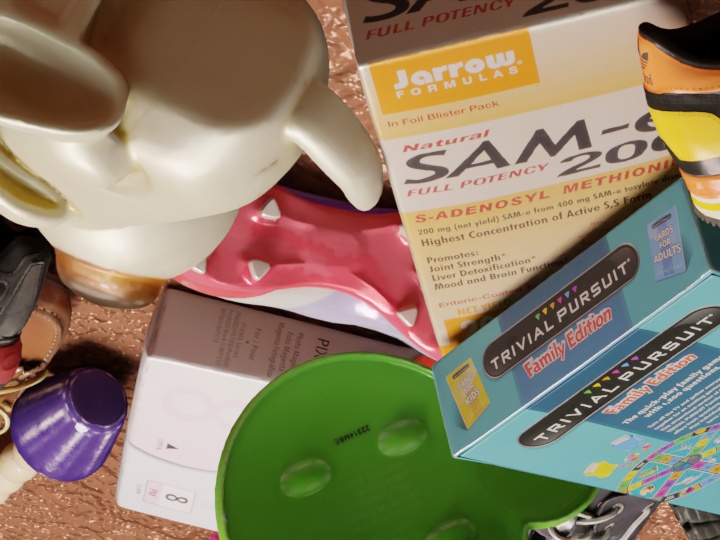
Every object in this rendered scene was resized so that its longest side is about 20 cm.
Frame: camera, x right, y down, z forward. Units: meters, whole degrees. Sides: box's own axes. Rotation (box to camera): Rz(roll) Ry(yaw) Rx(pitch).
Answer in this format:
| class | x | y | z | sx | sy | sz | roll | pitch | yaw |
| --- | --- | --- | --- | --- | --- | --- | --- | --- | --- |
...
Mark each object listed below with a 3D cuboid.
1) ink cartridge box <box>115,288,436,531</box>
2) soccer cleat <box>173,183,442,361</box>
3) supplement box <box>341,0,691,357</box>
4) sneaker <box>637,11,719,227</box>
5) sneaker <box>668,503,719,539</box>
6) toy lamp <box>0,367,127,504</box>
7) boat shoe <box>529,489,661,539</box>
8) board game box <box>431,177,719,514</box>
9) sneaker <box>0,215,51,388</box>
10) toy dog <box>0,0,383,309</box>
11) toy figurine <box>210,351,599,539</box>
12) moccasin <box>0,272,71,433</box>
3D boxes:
| class | x | y | z | sx | sy | sz | roll | pitch | yaw |
| --- | --- | --- | --- | --- | --- | --- | --- | --- | --- |
| ink cartridge box | -0.017 | 0.088 | 1.405 | 0.200 | 0.057 | 0.163 | 17 | 146 | 0 |
| soccer cleat | 0.000 | 0.000 | 1.267 | 0.200 | 0.067 | 0.076 | 14 | 178 | -14 |
| supplement box | 0.071 | -0.058 | 1.106 | 0.126 | 0.074 | 0.200 | -13 | 143 | 4 |
| sneaker | 0.193 | -0.096 | 0.998 | 0.200 | 0.070 | 0.090 | -29 | 113 | 3 |
| sneaker | 0.207 | 0.120 | 1.358 | 0.085 | 0.078 | 0.200 | -30 | 149 | 7 |
| toy lamp | -0.180 | 0.103 | 1.469 | 0.058 | 0.058 | 0.200 | 24 | 146 | -19 |
| boat shoe | 0.118 | 0.120 | 1.395 | 0.073 | 0.063 | 0.200 | 16 | 145 | -3 |
| board game box | 0.154 | 0.039 | 1.160 | 0.200 | 0.047 | 0.151 | 16 | 139 | -39 |
| sneaker | -0.224 | -0.033 | 1.266 | 0.200 | 0.071 | 0.098 | 34 | 109 | 0 |
| toy dog | -0.085 | -0.068 | 1.122 | 0.194 | 0.140 | 0.200 | 19 | 158 | -4 |
| toy figurine | 0.002 | 0.128 | 1.366 | 0.200 | 0.150 | 0.184 | -23 | 169 | -23 |
| moccasin | -0.202 | 0.053 | 1.379 | 0.074 | 0.078 | 0.201 | 29 | 143 | -23 |
